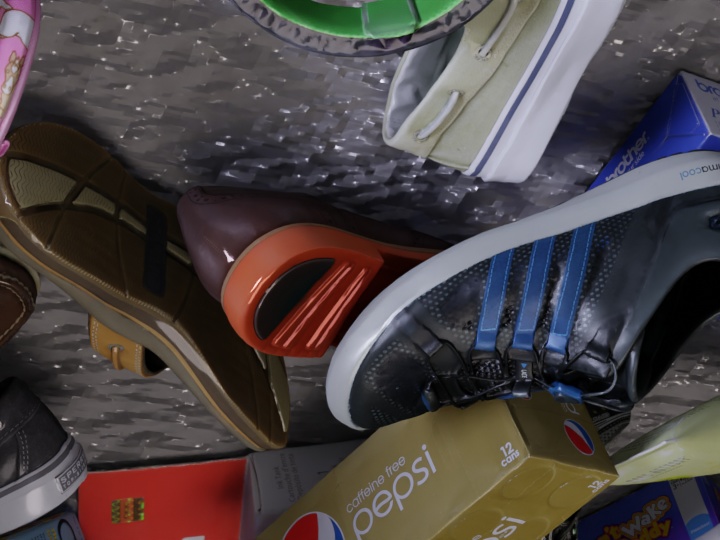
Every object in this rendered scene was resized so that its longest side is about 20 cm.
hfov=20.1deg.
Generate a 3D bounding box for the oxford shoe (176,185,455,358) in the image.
[{"bbox_3d":[0.000,0.000,0.873,0.071,0.073,0.199,-52,147,12],"label":"oxford shoe"}]

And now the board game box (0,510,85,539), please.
[{"bbox_3d":[-0.182,0.184,0.905,0.102,0.106,0.200,-22,177,7],"label":"board game box"}]

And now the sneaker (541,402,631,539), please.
[{"bbox_3d":[0.088,0.141,1.004,0.078,0.085,0.201,-10,131,-49],"label":"sneaker"}]

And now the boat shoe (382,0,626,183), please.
[{"bbox_3d":[0.058,-0.107,0.762,0.061,0.072,0.201,4,136,-14],"label":"boat shoe"}]

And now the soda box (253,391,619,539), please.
[{"bbox_3d":[0.020,0.120,0.935,0.067,0.064,0.200,16,130,-44],"label":"soda box"}]

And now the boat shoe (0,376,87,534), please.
[{"bbox_3d":[-0.220,0.099,0.910,0.199,0.070,0.067,-20,111,22],"label":"boat shoe"}]

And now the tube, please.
[{"bbox_3d":[0.196,0.073,0.969,0.199,0.052,0.058,-11,125,-33],"label":"tube"}]

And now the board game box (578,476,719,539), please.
[{"bbox_3d":[0.177,0.198,1.149,0.134,0.045,0.200,-29,137,15],"label":"board game box"}]

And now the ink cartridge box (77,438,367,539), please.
[{"bbox_3d":[-0.058,0.169,1.049,0.172,0.044,0.201,-6,138,-13],"label":"ink cartridge box"}]

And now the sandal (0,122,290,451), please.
[{"bbox_3d":[-0.094,0.010,0.844,0.054,0.081,0.200,-20,140,29],"label":"sandal"}]

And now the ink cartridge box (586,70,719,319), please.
[{"bbox_3d":[0.200,-0.018,0.921,0.199,0.044,0.094,15,129,-30],"label":"ink cartridge box"}]

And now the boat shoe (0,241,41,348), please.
[{"bbox_3d":[-0.217,0.058,0.853,0.201,0.075,0.075,-31,137,16],"label":"boat shoe"}]

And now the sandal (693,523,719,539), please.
[{"bbox_3d":[0.208,0.162,1.041,0.206,0.059,0.079,-32,136,7],"label":"sandal"}]

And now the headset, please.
[{"bbox_3d":[-0.004,-0.160,0.662,0.122,0.094,0.201,-11,119,0],"label":"headset"}]

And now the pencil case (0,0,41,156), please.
[{"bbox_3d":[-0.206,-0.092,0.688,0.199,0.083,0.087,11,132,-28],"label":"pencil case"}]

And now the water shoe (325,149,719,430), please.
[{"bbox_3d":[0.080,0.022,0.817,0.199,0.079,0.072,-29,147,3],"label":"water shoe"}]
